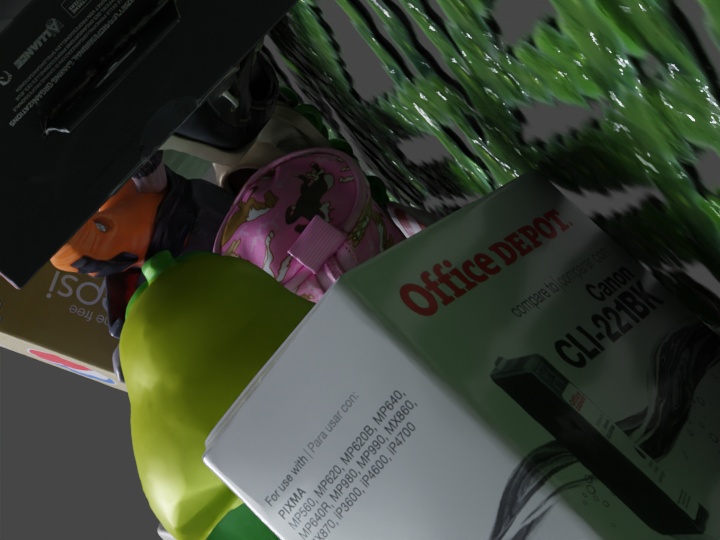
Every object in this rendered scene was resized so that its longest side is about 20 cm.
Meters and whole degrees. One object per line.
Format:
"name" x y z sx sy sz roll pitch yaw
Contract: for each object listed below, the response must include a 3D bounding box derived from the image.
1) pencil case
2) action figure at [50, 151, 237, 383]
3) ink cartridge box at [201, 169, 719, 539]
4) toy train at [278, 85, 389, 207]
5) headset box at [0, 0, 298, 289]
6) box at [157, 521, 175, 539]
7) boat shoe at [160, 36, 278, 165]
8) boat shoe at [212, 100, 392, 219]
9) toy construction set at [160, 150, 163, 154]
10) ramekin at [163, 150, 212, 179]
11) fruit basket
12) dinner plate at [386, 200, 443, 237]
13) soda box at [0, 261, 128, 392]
"pencil case" 0.015 0.030 0.958 0.086 0.083 0.200 -7 140 37
"action figure" -0.084 -0.002 0.957 0.193 0.105 0.200 34 -160 -34
"ink cartridge box" 0.073 0.075 0.645 0.200 0.084 0.144 43 -150 11
"toy train" -0.004 -0.022 1.142 0.200 0.056 0.042 46 176 -37
"headset box" -0.117 -0.097 0.735 0.077 0.149 0.200 45 178 -38
"box" 0.010 0.121 0.936 0.200 0.068 0.082 3 144 47
"boat shoe" -0.066 -0.091 0.930 0.072 0.068 0.200 51 -169 7
"boat shoe" 0.000 0.000 1.072 0.200 0.072 0.065 45 -158 -22
"toy construction set" -0.156 -0.088 1.082 0.131 0.199 0.092 170 95 -73
"ramekin" -0.154 -0.126 1.243 0.200 0.105 0.200 44 176 3
"fruit basket" -0.015 0.094 0.739 0.215 0.156 0.216 14 -153 -7
"dinner plate" 0.089 0.033 0.981 0.200 0.024 0.200 43 177 3
"soda box" -0.105 0.032 1.097 0.200 0.064 0.068 20 169 3
